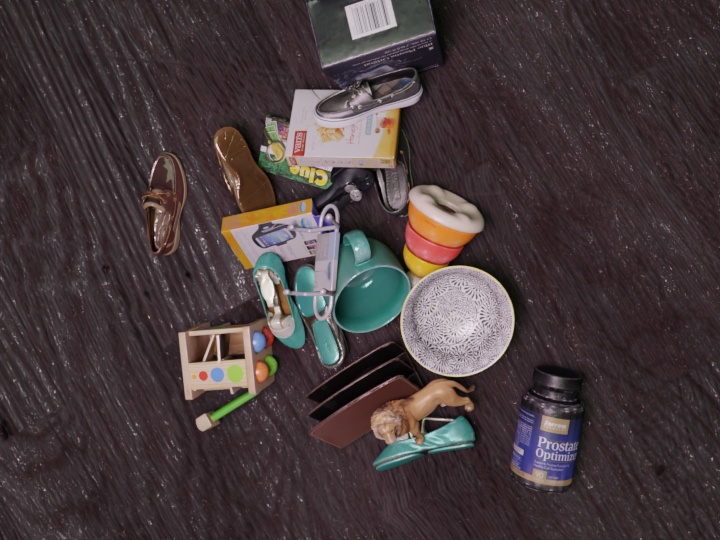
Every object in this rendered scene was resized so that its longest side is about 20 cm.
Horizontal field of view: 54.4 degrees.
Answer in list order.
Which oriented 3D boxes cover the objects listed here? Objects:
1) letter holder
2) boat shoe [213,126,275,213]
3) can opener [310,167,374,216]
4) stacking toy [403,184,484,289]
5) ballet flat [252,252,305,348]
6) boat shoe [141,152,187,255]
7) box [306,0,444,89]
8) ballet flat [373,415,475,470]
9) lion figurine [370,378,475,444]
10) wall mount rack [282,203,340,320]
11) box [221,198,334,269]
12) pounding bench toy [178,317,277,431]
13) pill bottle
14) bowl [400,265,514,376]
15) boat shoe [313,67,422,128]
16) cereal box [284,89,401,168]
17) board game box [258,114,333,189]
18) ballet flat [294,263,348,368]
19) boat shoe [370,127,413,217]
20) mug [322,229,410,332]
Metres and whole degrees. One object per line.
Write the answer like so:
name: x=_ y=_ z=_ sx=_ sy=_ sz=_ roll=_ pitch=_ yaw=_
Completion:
letter holder: x=-0.003 y=0.219 z=1.268 sx=0.199 sy=0.142 sz=0.101 roll=-34 pitch=58 yaw=11
boat shoe: x=-0.223 y=-0.174 z=1.329 sx=0.072 sy=0.072 sz=0.202 roll=-32 pitch=109 yaw=-16
can opener: x=-0.054 y=-0.132 z=1.296 sx=0.063 sy=0.079 sz=0.199 roll=33 pitch=124 yaw=-30
stacking toy: x=0.121 y=-0.040 z=1.267 sx=0.145 sy=0.146 sz=0.202 roll=28 pitch=116 yaw=7
ballet flat: x=-0.158 y=0.068 z=1.312 sx=0.067 sy=0.070 sz=0.202 roll=-10 pitch=108 yaw=18
boat shoe: x=-0.386 y=-0.129 z=1.361 sx=0.071 sy=0.072 sz=0.203 roll=8 pitch=95 yaw=9
box: x=0.034 y=-0.403 z=1.201 sx=0.194 sy=0.200 sz=0.119 roll=-14 pitch=89 yaw=11
ballet flat: x=0.114 y=0.315 z=1.307 sx=0.198 sy=0.067 sz=0.071 roll=-18 pitch=66 yaw=12
lion figurine: x=0.111 y=0.238 z=1.234 sx=0.199 sy=0.123 sz=0.072 roll=-38 pitch=44 yaw=-8
wall mount rack: x=-0.069 y=-0.019 z=1.168 sx=0.074 sy=0.173 sz=0.203 roll=6 pitch=84 yaw=-31
box: x=-0.144 y=-0.068 z=1.302 sx=0.197 sy=0.120 sz=0.042 roll=-12 pitch=52 yaw=9
pounding bench toy: x=-0.239 y=0.201 z=1.332 sx=0.154 sy=0.124 sz=0.203 roll=-5 pitch=93 yaw=10
pill bottle: x=0.333 y=0.278 z=1.242 sx=0.110 sy=0.112 sz=0.203 roll=9 pitch=96 yaw=9
bowl: x=0.170 y=0.079 z=1.258 sx=0.198 sy=0.094 sz=0.204 roll=1 pitch=104 yaw=3
boat shoe: x=0.010 y=-0.306 z=1.217 sx=0.198 sy=0.057 sz=0.069 roll=-16 pitch=62 yaw=-1
cereal box: x=-0.029 y=-0.255 z=1.253 sx=0.197 sy=0.040 sz=0.146 roll=2 pitch=67 yaw=8
board game box: x=-0.092 y=-0.214 z=1.315 sx=0.198 sy=0.023 sz=0.106 roll=17 pitch=116 yaw=9
ballet flat: x=-0.075 y=0.087 z=1.327 sx=0.067 sy=0.064 sz=0.202 roll=-19 pitch=85 yaw=14
boat shoe: x=0.053 y=-0.199 z=1.282 sx=0.073 sy=0.063 sz=0.204 roll=-13 pitch=86 yaw=17
mug: x=0.007 y=0.005 z=1.256 sx=0.150 sy=0.115 sz=0.186 roll=7 pitch=124 yaw=-32
